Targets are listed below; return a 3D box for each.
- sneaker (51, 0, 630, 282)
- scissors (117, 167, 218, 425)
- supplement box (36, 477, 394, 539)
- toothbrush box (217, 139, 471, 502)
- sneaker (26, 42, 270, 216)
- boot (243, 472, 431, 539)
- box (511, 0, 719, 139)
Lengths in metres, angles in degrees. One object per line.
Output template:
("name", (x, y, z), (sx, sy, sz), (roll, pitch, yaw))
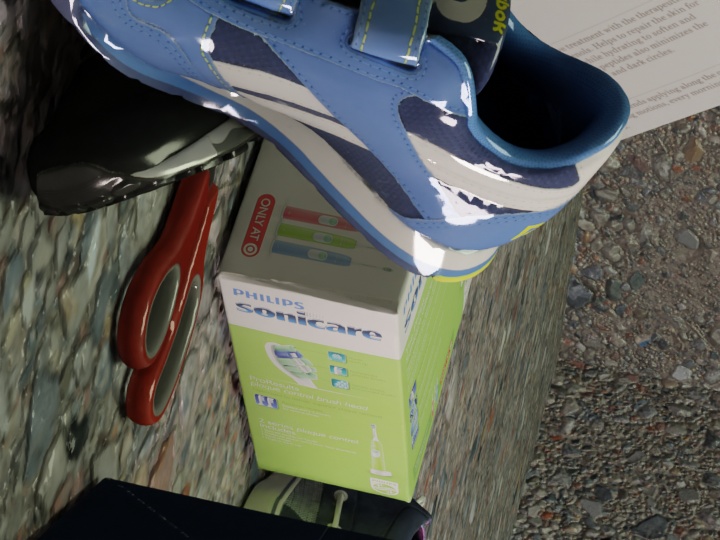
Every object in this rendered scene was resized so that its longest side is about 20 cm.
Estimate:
("sneaker", (-0.008, -0.075, 0.554), (0.082, 0.200, 0.074), (-25, -137, 44))
("scissors", (-0.061, -0.038, 0.778), (0.073, 0.014, 0.200), (79, 23, -61))
("supplement box", (-0.064, 0.201, 0.655), (0.200, 0.134, 0.200), (-43, 143, -75))
("toothbrush box", (0.000, 0.000, 0.957), (0.200, 0.086, 0.146), (86, 18, -61))
("sneaker", (-0.056, -0.092, 0.625), (0.088, 0.076, 0.200), (64, 35, -20))
("boot", (-0.002, 0.133, 1.089), (0.200, 0.090, 0.073), (-51, 151, -71))
("box", (0.148, -0.206, 1.100), (0.199, 0.171, 0.200), (-18, -131, 49))
